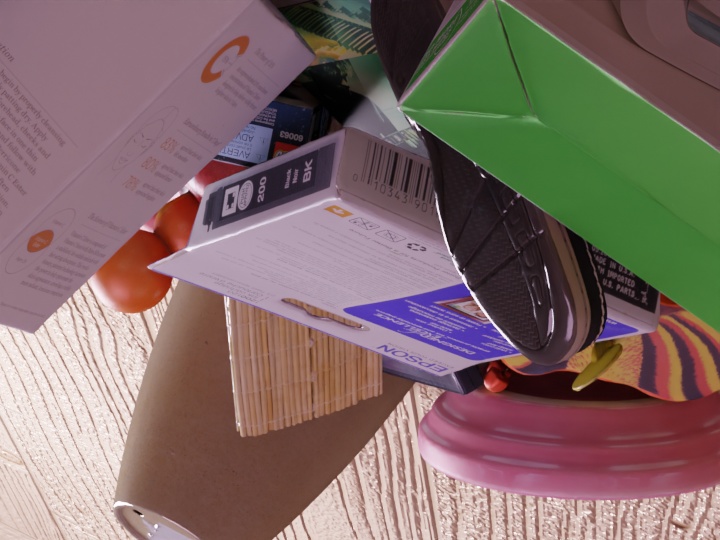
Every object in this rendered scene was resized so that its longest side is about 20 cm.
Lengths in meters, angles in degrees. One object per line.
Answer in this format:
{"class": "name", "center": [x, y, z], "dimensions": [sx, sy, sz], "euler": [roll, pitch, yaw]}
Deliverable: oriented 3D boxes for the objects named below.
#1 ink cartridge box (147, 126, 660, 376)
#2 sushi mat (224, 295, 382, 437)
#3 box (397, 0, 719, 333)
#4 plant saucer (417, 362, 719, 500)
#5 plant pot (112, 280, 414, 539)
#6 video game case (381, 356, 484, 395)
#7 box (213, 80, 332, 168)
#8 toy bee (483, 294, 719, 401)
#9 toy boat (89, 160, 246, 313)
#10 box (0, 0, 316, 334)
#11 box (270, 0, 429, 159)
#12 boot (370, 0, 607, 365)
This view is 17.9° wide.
{"class": "ink cartridge box", "center": [0.020, -0.003, 1.178], "dimensions": [0.197, 0.044, 0.199], "euler": [22, 159, -28]}
{"class": "sushi mat", "center": [-0.032, 0.038, 1.348], "dimensions": [0.201, 0.095, 0.012], "euler": [90, 160, -59]}
{"class": "box", "center": [0.144, -0.091, 0.949], "dimensions": [0.199, 0.177, 0.097], "euler": [35, 145, -7]}
{"class": "plant saucer", "center": [0.133, 0.086, 1.366], "dimensions": [0.199, 0.200, 0.051], "euler": [9, 105, 40]}
{"class": "plant pot", "center": [-0.081, 0.105, 1.585], "dimensions": [0.186, 0.201, 0.188], "euler": [25, 156, 12]}
{"class": "video game case", "center": [0.000, 0.000, 1.383], "dimensions": [0.144, 0.019, 0.200], "euler": [63, 164, -13]}
{"class": "box", "center": [-0.087, -0.090, 1.246], "dimensions": [0.135, 0.038, 0.200], "euler": [12, -172, 2]}
{"class": "toy bee", "center": [0.122, 0.028, 1.311], "dimensions": [0.199, 0.109, 0.131], "euler": [34, -156, 22]}
{"class": "toy boat", "center": [-0.108, -0.022, 1.394], "dimensions": [0.200, 0.130, 0.131], "euler": [41, 159, 47]}
{"class": "box", "center": [-0.133, -0.078, 1.074], "dimensions": [0.098, 0.200, 0.124], "euler": [47, -177, 13]}
{"class": "box", "center": [0.049, -0.081, 1.147], "dimensions": [0.200, 0.036, 0.144], "euler": [46, 152, -26]}
{"class": "boot", "center": [0.101, -0.060, 1.018], "dimensions": [0.073, 0.150, 0.201], "euler": [-55, 52, 48]}
